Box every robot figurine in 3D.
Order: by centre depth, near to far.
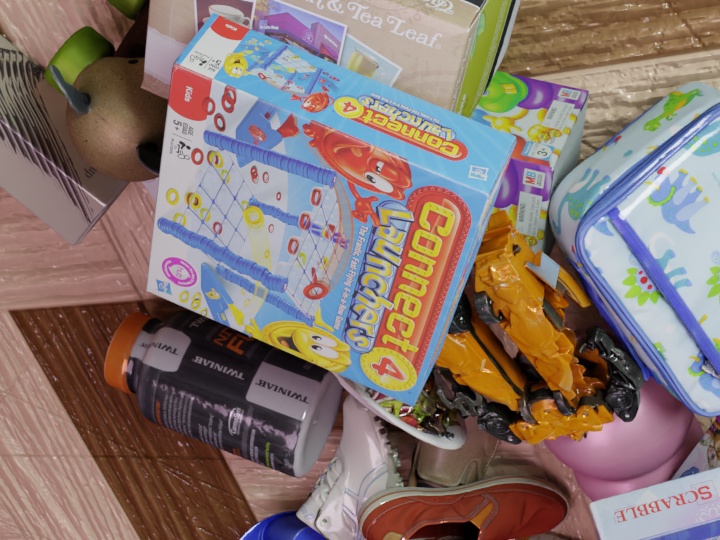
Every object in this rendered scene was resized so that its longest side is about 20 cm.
[{"bbox_3d":[0.109,0.049,0.991,0.145,0.058,0.200,-15,133,31],"label":"robot figurine"}]

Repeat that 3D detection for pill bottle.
[{"bbox_3d":[-0.124,0.101,1.267,0.199,0.106,0.106,19,132,13],"label":"pill bottle"}]

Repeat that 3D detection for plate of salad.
[{"bbox_3d":[0.017,0.058,1.121,0.200,0.200,0.048,42,104,-10],"label":"plate of salad"}]

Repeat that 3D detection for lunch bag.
[{"bbox_3d":[0.231,-0.009,0.968,0.161,0.082,0.200,-37,115,1],"label":"lunch bag"}]

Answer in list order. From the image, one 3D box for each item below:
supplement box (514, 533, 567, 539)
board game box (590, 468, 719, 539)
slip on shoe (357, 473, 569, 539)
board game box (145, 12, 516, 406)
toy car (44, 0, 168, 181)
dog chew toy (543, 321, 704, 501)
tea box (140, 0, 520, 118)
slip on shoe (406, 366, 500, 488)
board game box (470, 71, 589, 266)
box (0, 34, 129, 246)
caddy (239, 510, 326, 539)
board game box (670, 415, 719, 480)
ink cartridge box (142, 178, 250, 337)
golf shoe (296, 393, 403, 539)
[{"bbox_3d":[0.224,0.325,1.302,0.199,0.074,0.126,15,132,15],"label":"supplement box"},{"bbox_3d":[0.277,0.206,1.032,0.199,0.041,0.200,-17,139,5],"label":"board game box"},{"bbox_3d":[0.095,0.219,1.229,0.199,0.061,0.074,0,127,-28],"label":"slip on shoe"},{"bbox_3d":[-0.026,-0.031,0.883,0.195,0.056,0.200,23,137,7],"label":"board game box"},{"bbox_3d":[-0.148,-0.124,1.012,0.164,0.200,0.158,39,107,-3],"label":"toy car"},{"bbox_3d":[0.213,0.134,1.127,0.124,0.125,0.200,-6,132,30],"label":"dog chew toy"},{"bbox_3d":[-0.007,-0.181,0.919,0.199,0.197,0.134,22,133,9],"label":"tea box"},{"bbox_3d":[0.076,0.161,1.250,0.076,0.061,0.200,22,133,8],"label":"slip on shoe"},{"bbox_3d":[0.050,-0.084,1.033,0.199,0.105,0.103,14,132,15],"label":"board game box"},{"bbox_3d":[-0.283,-0.120,1.187,0.200,0.082,0.068,39,132,-9],"label":"box"},{"bbox_3d":[-0.037,0.323,1.381,0.200,0.141,0.105,43,163,-11],"label":"caddy"},{"bbox_3d":[0.324,0.180,1.091,0.199,0.041,0.200,3,137,-18],"label":"board game box"},{"bbox_3d":[-0.103,-0.039,1.192,0.099,0.039,0.200,-15,117,34],"label":"ink cartridge box"},{"bbox_3d":[-0.010,0.199,1.279,0.097,0.078,0.201,-9,113,-7],"label":"golf shoe"}]
